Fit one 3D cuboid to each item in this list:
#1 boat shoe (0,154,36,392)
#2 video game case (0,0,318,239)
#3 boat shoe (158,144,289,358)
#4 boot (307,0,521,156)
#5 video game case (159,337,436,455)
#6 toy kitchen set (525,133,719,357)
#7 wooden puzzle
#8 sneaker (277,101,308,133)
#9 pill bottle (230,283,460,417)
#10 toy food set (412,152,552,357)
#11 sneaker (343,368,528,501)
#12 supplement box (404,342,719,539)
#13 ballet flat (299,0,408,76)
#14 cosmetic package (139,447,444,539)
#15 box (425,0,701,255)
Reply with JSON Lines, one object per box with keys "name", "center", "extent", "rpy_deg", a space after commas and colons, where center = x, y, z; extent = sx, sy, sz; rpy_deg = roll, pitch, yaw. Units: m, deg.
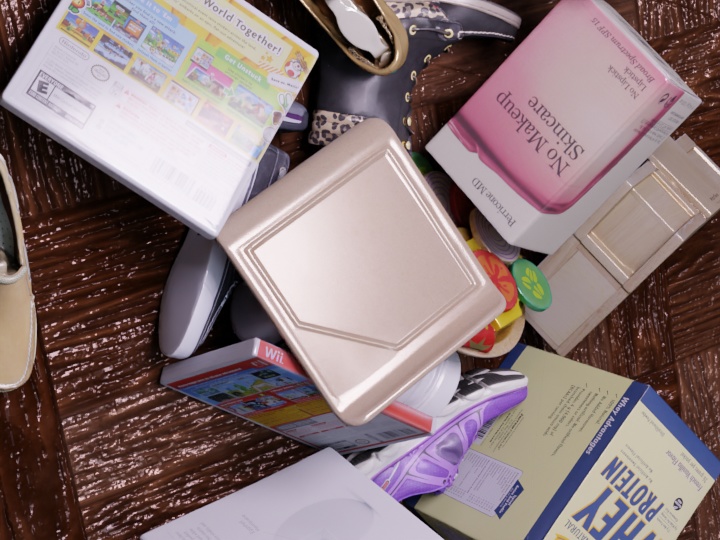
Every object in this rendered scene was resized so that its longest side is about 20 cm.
{"name": "boat shoe", "center": [-0.288, 0.004, 1.317], "extent": [0.071, 0.076, 0.201], "rpy_deg": [-17, 108, -28]}
{"name": "video game case", "center": [-0.156, -0.153, 1.333], "extent": [0.199, 0.023, 0.183], "rpy_deg": [33, 71, -14]}
{"name": "boat shoe", "center": [-0.112, -0.016, 1.431], "extent": [0.068, 0.072, 0.201], "rpy_deg": [22, 80, -31]}
{"name": "boot", "center": [0.043, -0.176, 1.490], "extent": [0.199, 0.073, 0.152], "rpy_deg": [5, 95, -28]}
{"name": "video game case", "center": [-0.053, 0.112, 1.447], "extent": [0.199, 0.143, 0.018], "rpy_deg": [26, 62, -33]}
{"name": "toy kitchen set", "center": [0.232, -0.060, 1.643], "extent": [0.163, 0.181, 0.200], "rpy_deg": [47, 31, 8]}
{"name": "wooden puzzle", "center": [0.000, 0.000, 1.390], "extent": [0.185, 0.037, 0.201], "rpy_deg": [-37, 93, -24]}
{"name": "sneaker", "center": [-0.124, -0.170, 1.391], "extent": [0.199, 0.074, 0.088], "rpy_deg": [12, 88, -32]}
{"name": "pill bottle", "center": [-0.008, 0.057, 1.478], "extent": [0.200, 0.112, 0.113], "rpy_deg": [34, 81, -31]}
{"name": "toy food set", "center": [0.082, -0.015, 1.504], "extent": [0.201, 0.049, 0.198], "rpy_deg": [56, 35, 5]}
{"name": "sneaker", "center": [0.074, 0.160, 1.566], "extent": [0.199, 0.081, 0.084], "rpy_deg": [-33, 105, -10]}
{"name": "supplement box", "center": [0.188, 0.200, 1.574], "extent": [0.134, 0.199, 0.200], "rpy_deg": [44, 76, -30]}
{"name": "ballet flat", "center": [-0.028, -0.242, 1.384], "extent": [0.069, 0.063, 0.200], "rpy_deg": [-39, 106, 15]}
{"name": "cosmetic package", "center": [-0.051, 0.278, 1.432], "extent": [0.199, 0.199, 0.124], "rpy_deg": [-21, 122, -27]}
{"name": "box", "center": [0.179, -0.130, 1.489], "extent": [0.200, 0.128, 0.109], "rpy_deg": [-47, 158, 16]}
